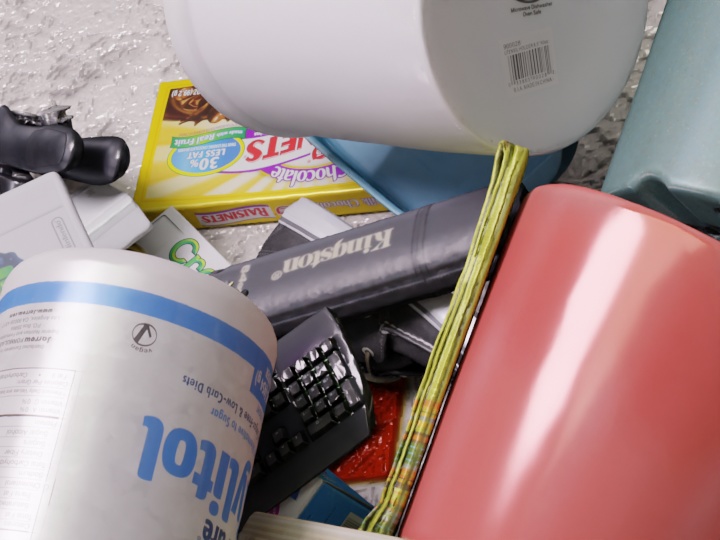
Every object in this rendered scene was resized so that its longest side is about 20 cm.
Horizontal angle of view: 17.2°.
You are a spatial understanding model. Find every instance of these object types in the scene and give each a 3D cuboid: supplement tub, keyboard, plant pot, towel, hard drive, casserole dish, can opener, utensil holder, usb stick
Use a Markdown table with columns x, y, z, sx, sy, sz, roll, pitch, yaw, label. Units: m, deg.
| x | y | z | sx | sy | sz | roll | pitch | yaw | label |
| --- | --- | --- | --- | --- | --- | --- | --- | --- | --- |
| -0.117 | 0.104 | 1.051 | 0.131 | 0.132 | 0.201 | 0 | 65 | 24 | supplement tub |
| -0.088 | 0.082 | 1.169 | 0.200 | 0.021 | 0.127 | -36 | 51 | 14 | keyboard |
| 0.221 | -0.085 | 1.196 | 0.199 | 0.200 | 0.197 | 15 | 69 | 33 | plant pot |
| 0.039 | 0.039 | 1.130 | 0.018 | 0.086 | 0.201 | 20 | 83 | 3 | towel |
| -0.214 | 0.021 | 1.365 | 0.200 | 0.026 | 0.132 | -39 | 15 | -8 | hard drive |
| 0.042 | -0.084 | 1.334 | 0.121 | 0.039 | 0.200 | -41 | 52 | -9 | casserole dish |
| -0.173 | -0.064 | 1.387 | 0.200 | 0.063 | 0.079 | 178 | 92 | -66 | can opener |
| 0.023 | -0.146 | 1.217 | 0.200 | 0.170 | 0.170 | 10 | 57 | 50 | utensil holder |
| 0.118 | 0.085 | 1.106 | 0.200 | 0.200 | 0.178 | 24 | 77 | 36 | plant pot |
| 0.000 | 0.000 | 1.236 | 0.199 | 0.033 | 0.056 | -17 | 47 | 25 | usb stick |

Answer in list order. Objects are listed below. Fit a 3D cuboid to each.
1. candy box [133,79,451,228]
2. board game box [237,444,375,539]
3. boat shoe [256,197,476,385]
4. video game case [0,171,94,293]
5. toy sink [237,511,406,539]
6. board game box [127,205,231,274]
| x | y | z | sx | sy | sz | roll | pitch | yaw | label |
| --- | --- | --- | --- | --- | --- | --- | --- | --- | --- |
| -0.034 | -0.077 | 1.404 | 0.199 | 0.026 | 0.103 | -5 | 56 | 21 | candy box |
| -0.119 | 0.146 | 1.207 | 0.196 | 0.056 | 0.200 | 35 | 89 | 41 | board game box |
| 0.007 | 0.027 | 1.277 | 0.066 | 0.070 | 0.200 | -48 | 49 | -7 | boat shoe |
| -0.199 | 0.060 | 1.183 | 0.181 | 0.024 | 0.200 | -25 | 54 | -6 | video game case |
| -0.023 | 0.221 | 1.055 | 0.130 | 0.112 | 0.201 | 2 | 63 | 57 | toy sink |
| -0.097 | 0.062 | 1.315 | 0.126 | 0.035 | 0.200 | -40 | 49 | -8 | board game box |
